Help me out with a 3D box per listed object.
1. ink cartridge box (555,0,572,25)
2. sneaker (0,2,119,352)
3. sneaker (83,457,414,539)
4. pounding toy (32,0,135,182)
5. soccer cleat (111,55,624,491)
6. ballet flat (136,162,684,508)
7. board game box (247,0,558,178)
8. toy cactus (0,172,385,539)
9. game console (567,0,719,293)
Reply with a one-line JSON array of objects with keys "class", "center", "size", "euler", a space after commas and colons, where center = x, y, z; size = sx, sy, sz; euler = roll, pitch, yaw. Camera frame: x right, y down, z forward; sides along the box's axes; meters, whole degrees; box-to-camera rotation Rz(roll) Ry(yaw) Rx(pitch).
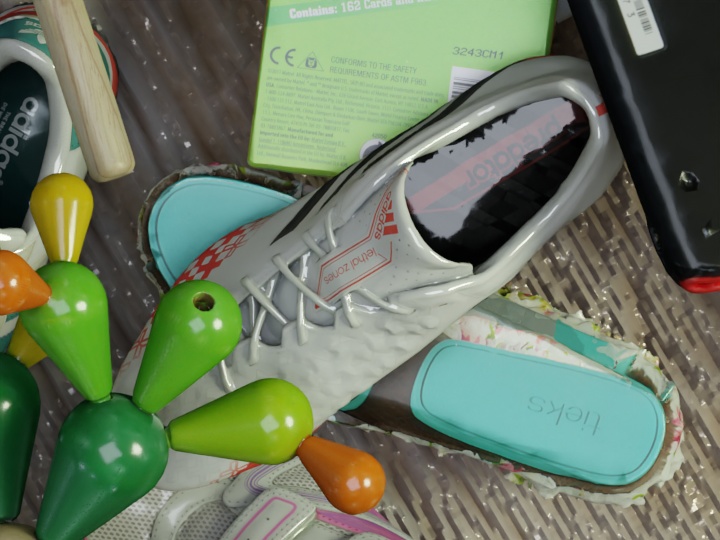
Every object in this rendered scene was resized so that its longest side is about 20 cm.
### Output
[{"class": "ink cartridge box", "center": [0.045, -0.186, 0.974], "size": [0.196, 0.043, 0.200], "euler": [-30, 94, 3]}, {"class": "sneaker", "center": [-0.144, 0.002, 0.963], "size": [0.070, 0.093, 0.200], "euler": [26, 94, -1]}, {"class": "sneaker", "center": [-0.014, 0.109, 0.971], "size": [0.200, 0.088, 0.082], "euler": [29, 94, -1]}, {"class": "pounding toy", "center": [-0.099, -0.172, 0.885], "size": [0.142, 0.200, 0.184], "euler": [-35, 48, 3]}, {"class": "soccer cleat", "center": [0.000, 0.000, 0.903], "size": [0.200, 0.085, 0.069], "euler": [-35, 90, 4]}, {"class": "ballet flat", "center": [0.016, 0.025, 0.977], "size": [0.200, 0.064, 0.076], "euler": [28, 93, 1]}, {"class": "board game box", "center": [0.022, -0.128, 0.945], "size": [0.095, 0.030, 0.201], "euler": [8, 99, 2]}, {"class": "toy cactus", "center": [-0.088, 0.074, 0.867], "size": [0.200, 0.102, 0.165], "euler": [41, 106, 14]}, {"class": "game console", "center": [0.142, -0.111, 0.881], "size": [0.176, 0.031, 0.201], "euler": [-19, 86, -10]}]
